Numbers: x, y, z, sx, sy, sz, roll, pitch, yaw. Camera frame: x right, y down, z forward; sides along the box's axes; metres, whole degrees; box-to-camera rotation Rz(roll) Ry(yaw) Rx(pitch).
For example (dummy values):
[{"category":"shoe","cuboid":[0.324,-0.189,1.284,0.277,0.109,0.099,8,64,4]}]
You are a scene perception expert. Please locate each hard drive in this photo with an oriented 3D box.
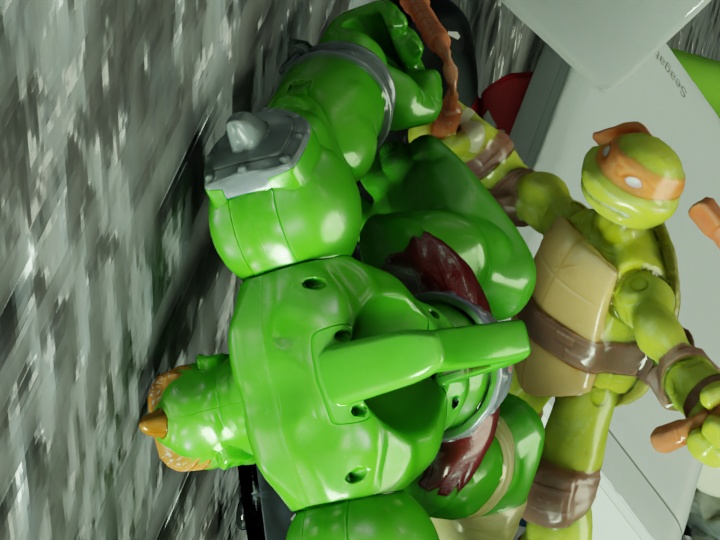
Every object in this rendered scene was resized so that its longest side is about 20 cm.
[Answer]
[{"category":"hard drive","cuboid":[0.096,-0.001,1.079,0.132,0.027,0.200,51,39,-26]}]

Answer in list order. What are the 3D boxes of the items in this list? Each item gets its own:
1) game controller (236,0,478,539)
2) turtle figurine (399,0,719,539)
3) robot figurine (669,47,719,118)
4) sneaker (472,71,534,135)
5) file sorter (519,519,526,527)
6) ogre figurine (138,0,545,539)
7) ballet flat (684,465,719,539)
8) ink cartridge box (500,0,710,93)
[{"category":"game controller","cuboid":[0.000,0.000,0.935,0.200,0.042,0.104,-67,153,-42]},{"category":"turtle figurine","cuboid":[0.058,0.015,0.859,0.064,0.200,0.162,-4,127,-39]},{"category":"robot figurine","cuboid":[0.118,-0.002,1.319,0.175,0.115,0.200,-171,-84,-74]},{"category":"sneaker","cuboid":[0.041,-0.012,1.096,0.200,0.078,0.116,-27,108,-69]},{"category":"file sorter","cuboid":[0.055,0.152,1.175,0.200,0.122,0.139,63,42,-75]},{"category":"ogre figurine","cuboid":[0.006,0.026,0.773,0.120,0.098,0.201,0,95,-65]},{"category":"ballet flat","cuboid":[0.146,0.085,1.243,0.068,0.068,0.200,-46,146,4]},{"category":"ink cartridge box","cuboid":[0.128,-0.174,1.069,0.146,0.084,0.200,-44,-172,31]}]
